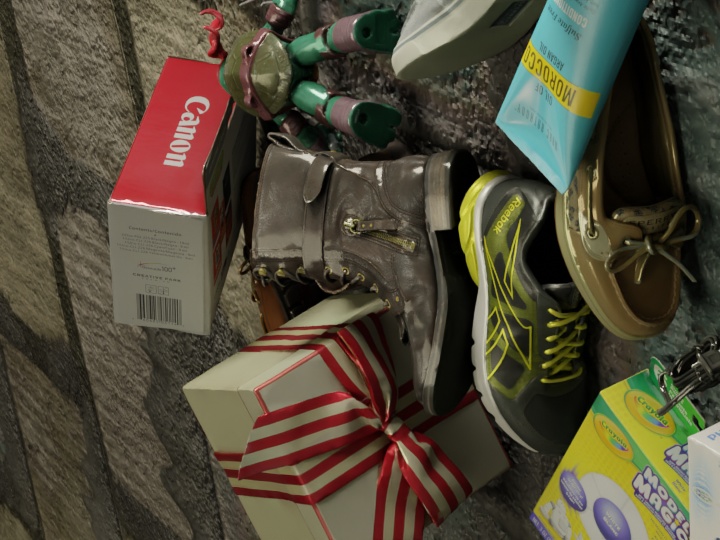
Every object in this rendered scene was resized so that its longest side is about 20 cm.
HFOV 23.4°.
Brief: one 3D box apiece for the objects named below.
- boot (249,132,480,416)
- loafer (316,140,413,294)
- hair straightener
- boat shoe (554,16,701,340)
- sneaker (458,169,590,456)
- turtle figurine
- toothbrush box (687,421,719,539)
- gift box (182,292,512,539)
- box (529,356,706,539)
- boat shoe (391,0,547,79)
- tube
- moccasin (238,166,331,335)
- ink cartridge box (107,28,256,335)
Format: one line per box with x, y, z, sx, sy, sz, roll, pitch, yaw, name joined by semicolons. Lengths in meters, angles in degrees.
0.000;0.000;1.227;0.174;0.069;0.201;0;86;30;boot
-0.013;-0.037;1.346;0.073;0.071;0.200;62;155;17;loafer
0.209;0.035;0.985;0.041;0.077;0.200;60;152;12;hair straightener
0.156;-0.054;1.025;0.063;0.073;0.201;2;109;61;boat shoe
0.118;0.033;1.156;0.085;0.074;0.201;7;115;60;sneaker
-0.048;-0.150;1.318;0.200;0.101;0.150;13;120;52;turtle figurine
0.277;0.176;0.954;0.200;0.085;0.147;34;137;51;toothbrush box
-0.016;0.133;1.332;0.185;0.200;0.187;59;155;-12;gift box
0.186;0.154;1.151;0.117;0.048;0.200;54;148;25;box
0.075;-0.184;1.101;0.201;0.070;0.072;-37;65;59;boat shoe
0.131;-0.146;0.970;0.078;0.050;0.200;58;137;45;tube
-0.064;0.007;1.488;0.078;0.074;0.202;11;126;50;moccasin
-0.142;-0.081;1.426;0.200;0.084;0.176;-78;-6;-48;ink cartridge box
